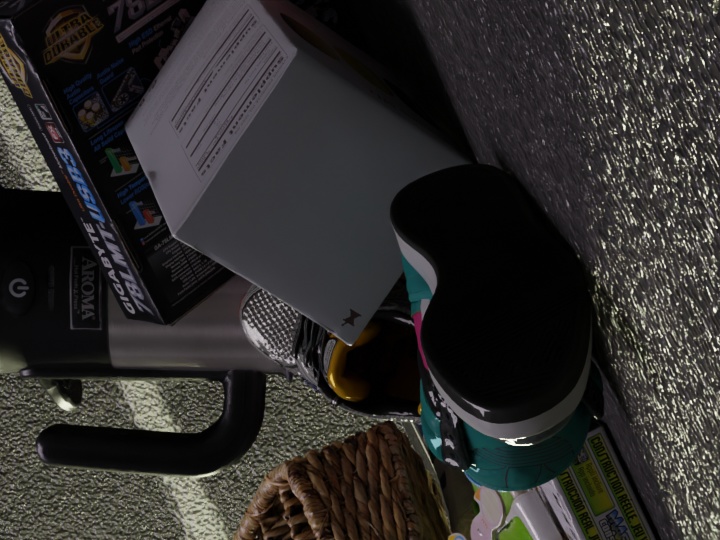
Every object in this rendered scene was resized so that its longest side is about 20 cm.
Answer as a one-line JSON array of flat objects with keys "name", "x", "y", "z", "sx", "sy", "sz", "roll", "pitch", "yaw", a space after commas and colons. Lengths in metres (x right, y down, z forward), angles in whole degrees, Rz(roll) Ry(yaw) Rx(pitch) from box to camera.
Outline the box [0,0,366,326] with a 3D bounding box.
[{"name": "box", "x": -0.090, "y": -0.105, "z": 1.421, "sx": 0.050, "sy": 0.200, "sz": 0.199, "roll": 7, "pitch": 130, "yaw": 53}]

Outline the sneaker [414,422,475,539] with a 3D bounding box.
[{"name": "sneaker", "x": 0.078, "y": 0.118, "z": 1.617, "sx": 0.085, "sy": 0.075, "sz": 0.201, "roll": -112, "pitch": 3, "yaw": -81}]

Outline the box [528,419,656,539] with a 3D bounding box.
[{"name": "box", "x": 0.115, "y": 0.124, "z": 1.296, "sx": 0.111, "sy": 0.035, "sz": 0.200, "roll": 64, "pitch": 177, "yaw": -5}]

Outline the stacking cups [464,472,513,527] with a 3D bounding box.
[{"name": "stacking cups", "x": 0.077, "y": 0.099, "z": 1.480, "sx": 0.061, "sy": 0.060, "sz": 0.200, "roll": 61, "pitch": 176, "yaw": 46}]

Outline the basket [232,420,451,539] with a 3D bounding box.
[{"name": "basket", "x": -0.010, "y": 0.212, "z": 1.554, "sx": 0.143, "sy": 0.148, "sz": 0.201, "roll": 56, "pitch": -165, "yaw": -62}]

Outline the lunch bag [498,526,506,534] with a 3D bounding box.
[{"name": "lunch bag", "x": 0.121, "y": 0.239, "z": 1.423, "sx": 0.200, "sy": 0.076, "sz": 0.160, "roll": 50, "pitch": 178, "yaw": -42}]

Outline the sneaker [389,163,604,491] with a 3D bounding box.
[{"name": "sneaker", "x": 0.062, "y": 0.049, "z": 1.066, "sx": 0.200, "sy": 0.083, "sz": 0.121, "roll": -105, "pitch": -4, "yaw": -62}]

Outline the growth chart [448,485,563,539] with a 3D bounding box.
[{"name": "growth chart", "x": 0.074, "y": 0.207, "z": 1.321, "sx": 0.145, "sy": 0.018, "sz": 0.201, "roll": 55, "pitch": 139, "yaw": 31}]

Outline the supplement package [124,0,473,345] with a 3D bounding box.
[{"name": "supplement package", "x": -0.036, "y": -0.063, "z": 1.287, "sx": 0.113, "sy": 0.110, "sz": 0.200, "roll": 32, "pitch": -171, "yaw": -20}]

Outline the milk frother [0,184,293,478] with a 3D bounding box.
[{"name": "milk frother", "x": -0.132, "y": 0.021, "z": 1.577, "sx": 0.200, "sy": 0.187, "sz": 0.182, "roll": -86, "pitch": -2, "yaw": -69}]

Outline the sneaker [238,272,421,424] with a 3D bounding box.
[{"name": "sneaker", "x": 0.002, "y": 0.033, "z": 1.312, "sx": 0.199, "sy": 0.082, "sz": 0.078, "roll": 12, "pitch": 102, "yaw": 47}]

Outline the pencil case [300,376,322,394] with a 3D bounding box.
[{"name": "pencil case", "x": 0.000, "y": 0.000, "z": 1.481, "sx": 0.200, "sy": 0.082, "sz": 0.087, "roll": -89, "pitch": 16, "yaw": -64}]
